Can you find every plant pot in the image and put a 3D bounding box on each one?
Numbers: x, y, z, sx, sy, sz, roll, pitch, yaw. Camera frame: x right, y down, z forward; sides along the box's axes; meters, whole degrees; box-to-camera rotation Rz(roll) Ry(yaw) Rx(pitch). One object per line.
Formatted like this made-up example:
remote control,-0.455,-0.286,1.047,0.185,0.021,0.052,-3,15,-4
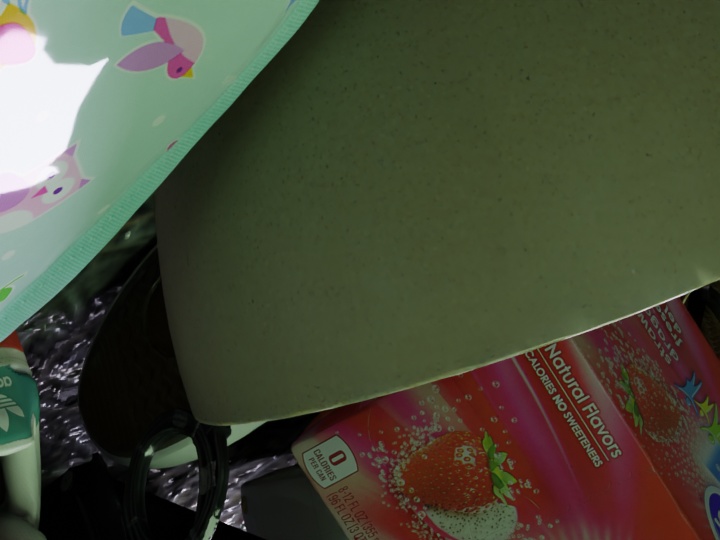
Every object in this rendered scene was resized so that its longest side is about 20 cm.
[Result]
plant pot,0.028,-0.058,0.681,0.200,0.135,0.200,-19,-174,2

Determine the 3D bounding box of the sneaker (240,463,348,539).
sneaker,0.051,0.106,0.996,0.199,0.116,0.074,-5,178,-20

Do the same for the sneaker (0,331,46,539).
sneaker,-0.142,0.077,0.801,0.070,0.094,0.200,-13,146,-30

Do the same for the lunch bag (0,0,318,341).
lunch bag,-0.106,-0.074,0.573,0.200,0.122,0.170,-39,151,25

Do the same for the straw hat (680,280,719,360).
straw hat,0.090,0.030,0.946,0.201,0.085,0.201,-47,155,-29

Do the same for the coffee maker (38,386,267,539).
coffee maker,-0.018,0.148,0.834,0.200,0.135,0.192,20,140,-30

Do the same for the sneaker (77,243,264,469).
sneaker,0.000,0.000,0.838,0.200,0.073,0.085,-41,148,14

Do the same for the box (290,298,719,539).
box,0.082,0.097,0.792,0.100,0.200,0.095,-30,-173,25
